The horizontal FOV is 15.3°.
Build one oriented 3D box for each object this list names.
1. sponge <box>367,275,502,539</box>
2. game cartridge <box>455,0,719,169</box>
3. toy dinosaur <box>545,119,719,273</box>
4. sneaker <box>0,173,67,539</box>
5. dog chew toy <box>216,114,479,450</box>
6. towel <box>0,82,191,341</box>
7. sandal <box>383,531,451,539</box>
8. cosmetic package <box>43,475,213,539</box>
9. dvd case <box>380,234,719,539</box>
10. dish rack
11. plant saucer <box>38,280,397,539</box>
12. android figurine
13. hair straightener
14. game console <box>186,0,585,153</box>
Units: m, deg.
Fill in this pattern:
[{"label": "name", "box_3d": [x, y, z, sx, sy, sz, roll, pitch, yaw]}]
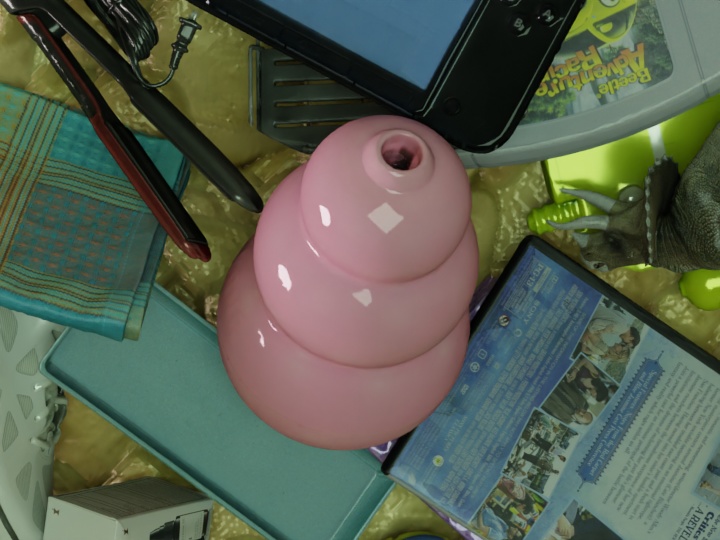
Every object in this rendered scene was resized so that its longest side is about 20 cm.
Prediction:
[{"label": "sponge", "box_3d": [0.103, 0.110, 1.380, 0.200, 0.030, 0.112, 44, 83, -10]}, {"label": "game cartridge", "box_3d": [0.097, -0.125, 1.311, 0.199, 0.041, 0.134, -17, 82, 8]}, {"label": "toy dinosaur", "box_3d": [0.200, -0.045, 1.306, 0.200, 0.077, 0.102, -39, 108, 5]}, {"label": "sneaker", "box_3d": [-0.155, 0.046, 1.341, 0.115, 0.076, 0.202, -15, 99, 1]}, {"label": "dog chew toy", "box_3d": [0.000, 0.000, 1.265, 0.124, 0.200, 0.125, 5, 58, -8]}, {"label": "towel", "box_3d": [-0.186, -0.044, 1.296, 0.199, 0.147, 0.022, 19, 131, -6]}, {"label": "sandal", "box_3d": [-0.011, 0.221, 1.378, 0.079, 0.087, 0.200, 39, 94, -8]}, {"label": "cosmetic package", "box_3d": [-0.128, 0.211, 1.365, 0.050, 0.082, 0.201, 15, 103, 34]}, {"label": "dvd case", "box_3d": [0.128, 0.095, 1.361, 0.200, 0.018, 0.143, 34, 83, -10]}, {"label": "dish rack", "box_3d": [0.010, -0.156, 1.287, 0.153, 0.055, 0.201, -2, 81, 12]}, {"label": "plant saucer", "box_3d": [-0.070, 0.075, 1.350, 0.200, 0.019, 0.070, 39, 83, -26]}, {"label": "android figurine", "box_3d": [0.174, -0.072, 1.357, 0.199, 0.041, 0.183, -13, 101, -2]}, {"label": "hair straightener", "box_3d": [-0.107, -0.103, 1.303, 0.077, 0.041, 0.200, -39, 73, 10]}, {"label": "game console", "box_3d": [0.009, -0.175, 1.204, 0.199, 0.118, 0.171, 29, 89, 13]}]
